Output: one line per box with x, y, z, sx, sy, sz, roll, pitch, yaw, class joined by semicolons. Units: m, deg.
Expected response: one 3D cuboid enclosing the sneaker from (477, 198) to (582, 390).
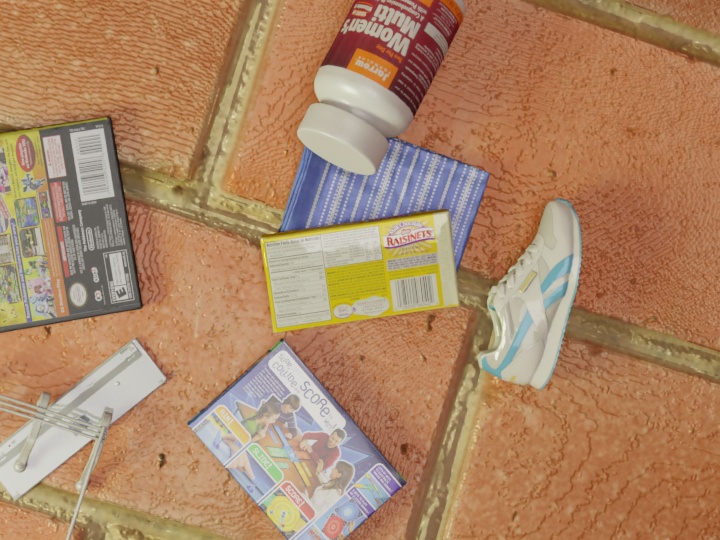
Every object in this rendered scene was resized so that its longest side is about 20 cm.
0.180;0.019;1.710;0.080;0.077;0.202;14;87;-5;sneaker

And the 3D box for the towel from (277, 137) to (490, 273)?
0.025;-0.070;1.714;0.199;0.024;0.146;19;89;-8;towel

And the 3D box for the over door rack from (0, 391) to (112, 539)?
-0.347;0.219;1.631;0.147;0.067;0.201;19;71;-12;over door rack

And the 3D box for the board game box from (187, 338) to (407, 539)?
-0.066;0.190;1.699;0.135;0.034;0.200;-40;96;-6;board game box

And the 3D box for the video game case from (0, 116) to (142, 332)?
-0.328;-0.045;1.667;0.179;0.025;0.202;-10;93;-8;video game case

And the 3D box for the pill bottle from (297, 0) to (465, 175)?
0.019;-0.206;1.655;0.109;0.110;0.201;28;78;-7;pill bottle

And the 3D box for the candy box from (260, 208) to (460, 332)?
0.000;0.000;1.697;0.198;0.026;0.103;-8;100;-3;candy box

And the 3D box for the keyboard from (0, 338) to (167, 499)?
-0.294;0.153;1.684;0.200;0.011;0.056;-38;100;-5;keyboard
